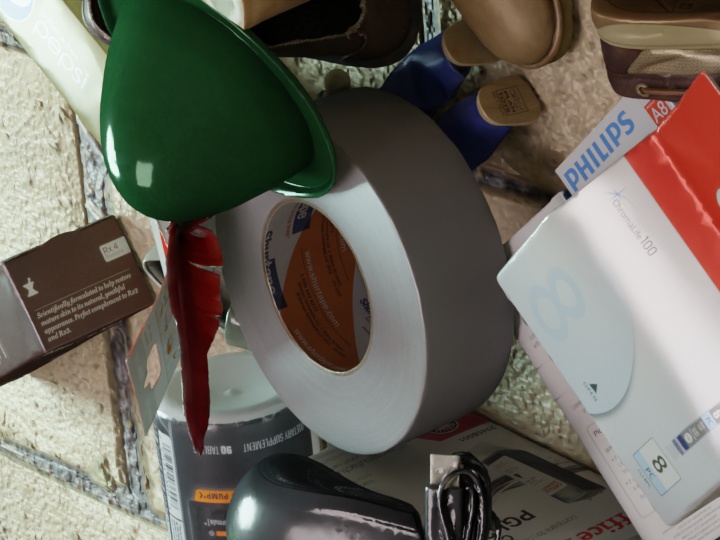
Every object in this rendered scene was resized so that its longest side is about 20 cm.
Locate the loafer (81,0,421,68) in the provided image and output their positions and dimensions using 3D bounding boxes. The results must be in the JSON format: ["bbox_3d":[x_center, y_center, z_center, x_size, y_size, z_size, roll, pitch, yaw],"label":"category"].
[{"bbox_3d":[-0.068,-0.155,1.608,0.199,0.071,0.073,2,86,18],"label":"loafer"}]

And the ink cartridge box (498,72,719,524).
[{"bbox_3d":[0.161,0.018,1.423,0.160,0.047,0.200,56,151,12],"label":"ink cartridge box"}]

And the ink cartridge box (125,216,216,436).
[{"bbox_3d":[-0.116,-0.019,1.705,0.047,0.201,0.160,18,162,6],"label":"ink cartridge box"}]

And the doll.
[{"bbox_3d":[0.025,-0.064,1.667,0.200,0.048,0.137,-38,78,51],"label":"doll"}]

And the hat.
[{"bbox_3d":[-0.123,-0.041,1.522,0.200,0.176,0.166,16,148,53],"label":"hat"}]

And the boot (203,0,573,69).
[{"bbox_3d":[0.003,-0.162,1.519,0.066,0.200,0.176,-31,85,51],"label":"boot"}]

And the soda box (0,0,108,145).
[{"bbox_3d":[-0.179,-0.167,1.833,0.200,0.068,0.064,50,139,18],"label":"soda box"}]

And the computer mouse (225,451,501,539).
[{"bbox_3d":[-0.012,0.156,1.593,0.199,0.053,0.139,11,108,44],"label":"computer mouse"}]

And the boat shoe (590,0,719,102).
[{"bbox_3d":[0.209,-0.100,1.400,0.199,0.072,0.072,6,125,23],"label":"boat shoe"}]

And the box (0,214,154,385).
[{"bbox_3d":[-0.239,0.035,1.984,0.200,0.100,0.075,-30,86,53],"label":"box"}]

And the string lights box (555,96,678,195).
[{"bbox_3d":[0.198,-0.006,1.489,0.200,0.059,0.103,56,141,13],"label":"string lights box"}]

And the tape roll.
[{"bbox_3d":[0.000,0.000,1.634,0.200,0.066,0.201,33,133,44],"label":"tape roll"}]

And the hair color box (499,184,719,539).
[{"bbox_3d":[0.156,0.053,1.567,0.201,0.060,0.100,58,141,9],"label":"hair color box"}]

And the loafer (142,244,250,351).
[{"bbox_3d":[-0.054,0.031,1.791,0.200,0.070,0.070,31,131,36],"label":"loafer"}]

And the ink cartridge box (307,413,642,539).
[{"bbox_3d":[0.068,0.163,1.658,0.200,0.145,0.085,26,124,38],"label":"ink cartridge box"}]

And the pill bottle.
[{"bbox_3d":[-0.072,0.162,1.853,0.106,0.106,0.201,17,122,43],"label":"pill bottle"}]
